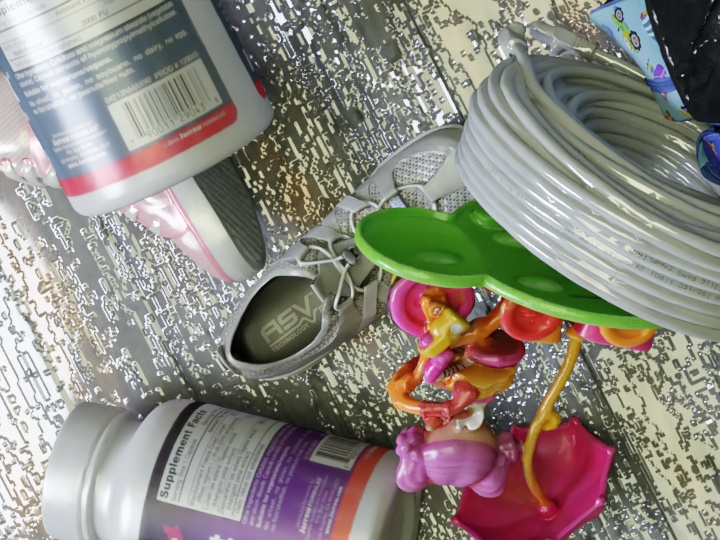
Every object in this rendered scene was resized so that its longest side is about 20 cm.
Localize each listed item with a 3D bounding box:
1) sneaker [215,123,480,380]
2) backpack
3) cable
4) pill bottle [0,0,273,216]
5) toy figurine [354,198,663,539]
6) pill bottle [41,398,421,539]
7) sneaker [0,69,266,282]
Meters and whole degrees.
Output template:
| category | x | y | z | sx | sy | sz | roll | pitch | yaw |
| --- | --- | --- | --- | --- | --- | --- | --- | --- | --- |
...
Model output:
| category | x | y | z | sx | sy | sz | roll | pitch | yaw |
| --- | --- | --- | --- | --- | --- | --- | --- | --- | --- |
| sneaker | 0.000 | 0.000 | 1.429 | 0.075 | 0.082 | 0.200 | 47 | 109 | 4 |
| backpack | 0.217 | -0.122 | 1.272 | 0.183 | 0.200 | 0.135 | -22 | 93 | -21 |
| cable | 0.143 | -0.040 | 1.316 | 0.200 | 0.200 | 0.069 | 26 | 114 | -3 |
| pill bottle | -0.140 | -0.141 | 1.339 | 0.120 | 0.120 | 0.200 | -22 | 101 | 19 |
| toy figurine | 0.077 | 0.069 | 1.387 | 0.200 | 0.150 | 0.184 | 4 | 116 | -17 |
| pill bottle | -0.075 | 0.136 | 1.462 | 0.200 | 0.111 | 0.111 | 13 | 104 | 14 |
| sneaker | -0.141 | -0.058 | 1.464 | 0.105 | 0.075 | 0.200 | -37 | 81 | 15 |
